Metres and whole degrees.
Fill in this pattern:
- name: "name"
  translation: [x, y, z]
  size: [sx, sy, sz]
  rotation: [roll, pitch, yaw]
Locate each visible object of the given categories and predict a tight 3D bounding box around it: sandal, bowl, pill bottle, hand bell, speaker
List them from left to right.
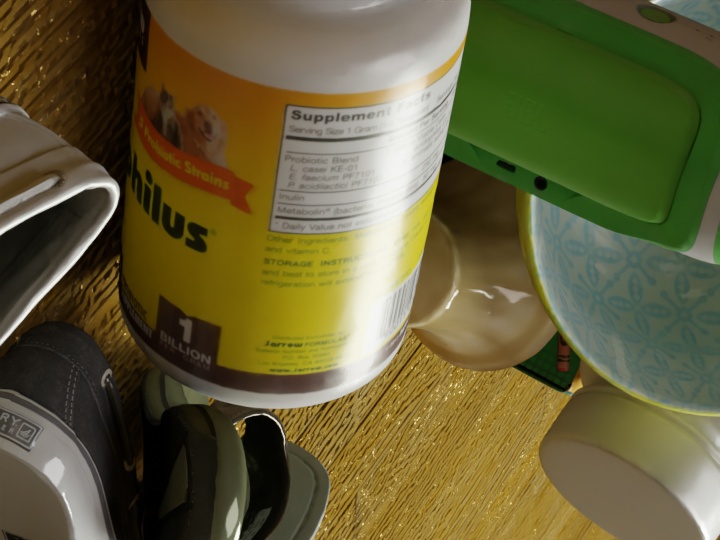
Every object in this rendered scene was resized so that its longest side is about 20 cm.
- name: "sandal"
  translation: [-0.052, 0.081, 0.837]
  size: [0.201, 0.057, 0.080]
  rotation: [-161, -109, -80]
- name: "pill bottle"
  translation: [-0.024, -0.056, 0.764]
  size: [0.109, 0.109, 0.200]
  rotation: [-44, 153, -45]
- name: "hand bell"
  translation: [0.000, 0.000, 0.983]
  size: [0.200, 0.104, 0.104]
  rotation: [-4, 119, -54]
- name: "speaker"
  translation: [0.083, -0.074, 0.883]
  size: [0.088, 0.200, 0.088]
  rotation: [-52, 158, -31]
- name: "bowl"
  translation: [0.154, -0.044, 1.007]
  size: [0.200, 0.200, 0.108]
  rotation: [-66, -163, 7]
- name: "pill bottle"
  translation: [0.180, 0.037, 1.098]
  size: [0.200, 0.113, 0.113]
  rotation: [-53, 159, -22]

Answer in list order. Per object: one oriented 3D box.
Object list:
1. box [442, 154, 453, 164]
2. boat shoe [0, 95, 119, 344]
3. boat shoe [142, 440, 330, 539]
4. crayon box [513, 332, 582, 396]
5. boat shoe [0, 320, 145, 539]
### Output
- name: "box"
  translation: [0.108, -0.075, 1.188]
  size: [0.161, 0.049, 0.200]
  rotation: [-63, 160, -8]
- name: "boat shoe"
  translation: [-0.143, 0.026, 0.622]
  size: [0.200, 0.065, 0.074]
  rotation: [-54, 159, -27]
- name: "boat shoe"
  translation: [-0.088, 0.149, 0.931]
  size: [0.200, 0.076, 0.060]
  rotation: [-39, 151, -28]
- name: "crayon box"
  translation: [0.144, -0.030, 1.175]
  size: [0.200, 0.058, 0.119]
  rotation: [-63, 159, 2]
- name: "boat shoe"
  translation: [-0.107, 0.087, 0.809]
  size: [0.200, 0.070, 0.066]
  rotation: [84, 28, -53]
